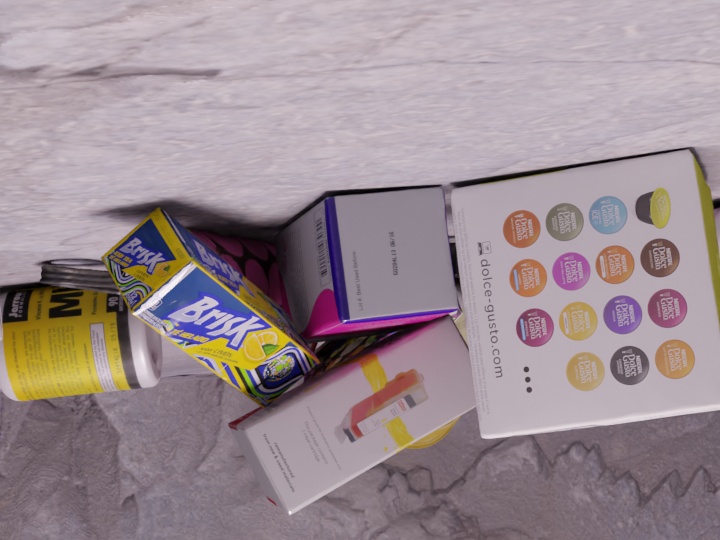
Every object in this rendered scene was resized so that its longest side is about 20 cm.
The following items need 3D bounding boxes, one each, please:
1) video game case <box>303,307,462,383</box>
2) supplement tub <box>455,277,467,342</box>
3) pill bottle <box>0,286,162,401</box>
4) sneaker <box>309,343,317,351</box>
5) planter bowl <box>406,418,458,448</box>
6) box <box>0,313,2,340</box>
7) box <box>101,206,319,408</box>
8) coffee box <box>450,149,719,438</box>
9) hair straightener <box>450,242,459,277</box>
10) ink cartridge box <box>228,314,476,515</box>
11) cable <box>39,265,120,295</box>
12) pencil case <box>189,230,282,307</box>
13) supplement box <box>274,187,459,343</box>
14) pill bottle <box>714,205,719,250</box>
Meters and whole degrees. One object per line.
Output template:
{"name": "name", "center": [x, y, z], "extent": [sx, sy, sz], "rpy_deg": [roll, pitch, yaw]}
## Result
{"name": "video game case", "center": [0.020, 0.068, 1.678], "extent": [0.181, 0.036, 0.200], "rpy_deg": [-38, -172, 7]}
{"name": "supplement tub", "center": [0.168, 0.042, 1.708], "extent": [0.144, 0.146, 0.200], "rpy_deg": [-5, 174, -8]}
{"name": "pill bottle", "center": [-0.306, 0.071, 1.662], "extent": [0.199, 0.115, 0.114], "rpy_deg": [-7, 173, 1]}
{"name": "sneaker", "center": [-0.093, 0.040, 1.673], "extent": [0.115, 0.079, 0.200], "rpy_deg": [19, 146, -7]}
{"name": "planter bowl", "center": [0.078, 0.093, 1.829], "extent": [0.200, 0.201, 0.083], "rpy_deg": [0, 169, -44]}
{"name": "box", "center": [-0.410, 0.046, 1.549], "extent": [0.082, 0.069, 0.200], "rpy_deg": [-2, 172, -35]}
{"name": "box", "center": [-0.117, 0.033, 1.317], "extent": [0.064, 0.070, 0.200], "rpy_deg": [-41, 141, 6]}
{"name": "coffee box", "center": [0.199, 0.026, 1.355], "extent": [0.197, 0.201, 0.200], "rpy_deg": [-9, 172, 14]}
{"name": "hair straightener", "center": [0.021, 0.001, 1.663], "extent": [0.199, 0.041, 0.077], "rpy_deg": [-11, 171, 32]}
{"name": "ink cartridge box", "center": [-0.003, 0.120, 1.415], "extent": [0.200, 0.084, 0.145], "rpy_deg": [-28, -179, -11]}
{"name": "cable", "center": [-0.215, 0.002, 1.569], "extent": [0.199, 0.051, 0.097], "rpy_deg": [13, -178, -32]}
{"name": "pencil case", "center": [-0.118, 0.017, 1.466], "extent": [0.093, 0.091, 0.200], "rpy_deg": [-22, 166, 18]}
{"name": "supplement box", "center": [0.000, 0.000, 1.378], "extent": [0.103, 0.102, 0.200], "rpy_deg": [-6, 174, -17]}
{"name": "pill bottle", "center": [0.335, -0.001, 1.635], "extent": [0.112, 0.113, 0.200], "rpy_deg": [-2, 172, -29]}
